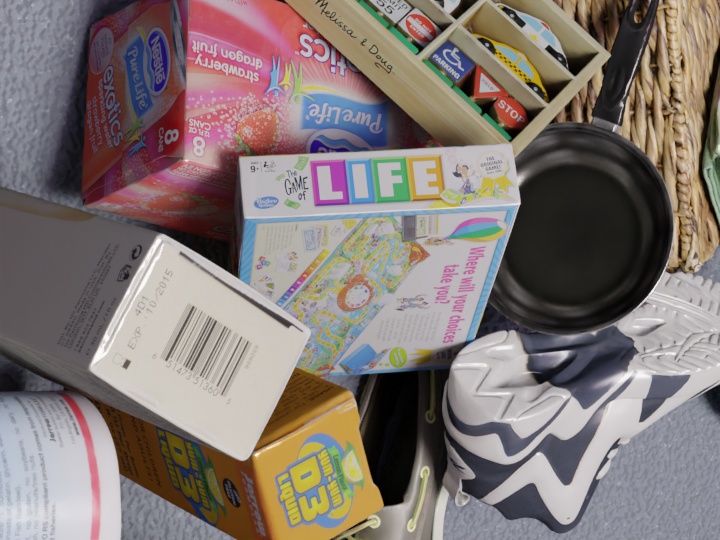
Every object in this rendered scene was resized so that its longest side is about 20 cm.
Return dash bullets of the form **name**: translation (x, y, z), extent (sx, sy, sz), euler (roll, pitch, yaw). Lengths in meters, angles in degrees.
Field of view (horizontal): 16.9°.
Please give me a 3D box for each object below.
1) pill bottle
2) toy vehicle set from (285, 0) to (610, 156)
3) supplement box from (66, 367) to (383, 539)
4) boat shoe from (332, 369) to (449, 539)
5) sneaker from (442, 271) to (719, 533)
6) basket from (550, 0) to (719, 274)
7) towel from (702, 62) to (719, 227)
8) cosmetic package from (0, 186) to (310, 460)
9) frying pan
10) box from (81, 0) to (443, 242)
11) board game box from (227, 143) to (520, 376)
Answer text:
- **pill bottle**: translation (-0.223, 0.115, 1.165), extent (0.199, 0.109, 0.110), euler (0, 101, -30)
- **toy vehicle set**: translation (0.025, -0.144, 1.246), extent (0.200, 0.027, 0.124), euler (42, 41, 1)
- **supplement box**: translation (-0.073, 0.078, 1.213), extent (0.069, 0.200, 0.067), euler (-28, 115, -29)
- **boat shoe**: translation (0.013, 0.133, 1.370), extent (0.060, 0.072, 0.203), euler (26, 78, -40)
- **sneaker**: translation (0.128, 0.080, 1.353), extent (0.198, 0.080, 0.130), euler (-22, 148, -29)
- **basket**: translation (0.135, -0.108, 1.411), extent (0.143, 0.148, 0.201), euler (-42, 128, -61)
- **towel**: translation (0.240, -0.098, 1.444), extent (0.153, 0.023, 0.201), euler (63, 35, -50)
- **cosmetic package**: translation (-0.126, 0.019, 1.161), extent (0.105, 0.199, 0.071), euler (34, 79, -37)
- **frying pan**: translation (0.110, -0.059, 1.307), extent (0.031, 0.114, 0.191), euler (39, 49, -75)
- **box**: translation (-0.036, -0.069, 1.255), extent (0.199, 0.094, 0.103), euler (15, 69, -37)
- **board game box**: translation (0.000, 0.000, 1.239), extent (0.133, 0.200, 0.034), euler (-3, 65, -8)
